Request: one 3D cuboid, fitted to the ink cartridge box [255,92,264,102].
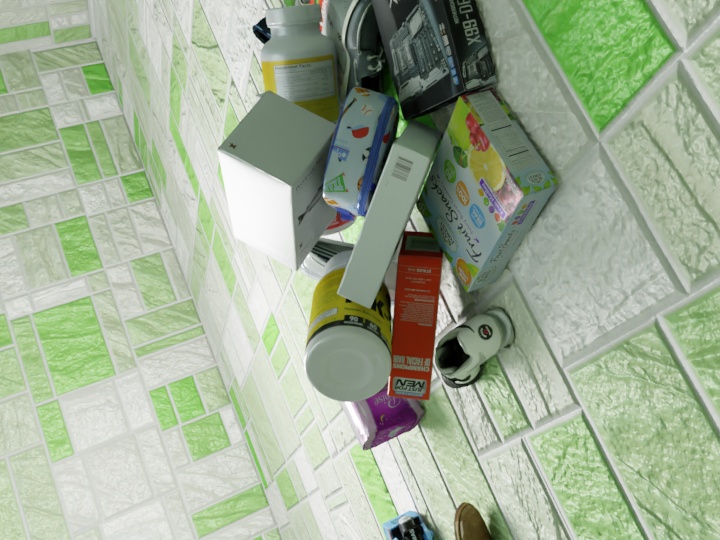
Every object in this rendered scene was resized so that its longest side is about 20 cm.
[{"bbox_3d":[-0.118,-0.220,1.321,0.144,0.083,0.204,34,136,56],"label":"ink cartridge box"}]

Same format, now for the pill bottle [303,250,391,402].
[{"bbox_3d":[-0.013,0.067,0.979,0.202,0.111,0.116,-88,-4,-56],"label":"pill bottle"}]

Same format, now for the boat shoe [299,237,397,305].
[{"bbox_3d":[0.000,0.000,1.086,0.067,0.195,0.075,101,180,-62],"label":"boat shoe"}]

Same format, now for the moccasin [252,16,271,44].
[{"bbox_3d":[-0.130,-0.364,1.251,0.081,0.067,0.202,80,163,-51],"label":"moccasin"}]

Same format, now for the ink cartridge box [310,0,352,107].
[{"bbox_3d":[-0.051,-0.363,1.111,0.202,0.056,0.164,57,153,23],"label":"ink cartridge box"}]

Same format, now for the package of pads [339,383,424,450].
[{"bbox_3d":[0.014,0.199,1.277,0.202,0.118,0.076,61,155,26],"label":"package of pads"}]

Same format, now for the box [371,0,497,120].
[{"bbox_3d":[0.077,-0.296,0.857,0.157,0.049,0.205,-1,106,67],"label":"box"}]

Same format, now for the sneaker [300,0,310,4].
[{"bbox_3d":[-0.060,-0.480,1.036,0.074,0.078,0.205,40,-138,-76],"label":"sneaker"}]

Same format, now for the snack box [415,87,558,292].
[{"bbox_3d":[0.140,-0.088,0.859,0.144,0.052,0.201,63,157,25],"label":"snack box"}]

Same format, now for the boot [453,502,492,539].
[{"bbox_3d":[0.205,0.449,1.109,0.075,0.073,0.204,-21,92,49],"label":"boot"}]

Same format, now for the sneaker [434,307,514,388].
[{"bbox_3d":[0.130,0.116,0.994,0.075,0.087,0.201,60,156,21],"label":"sneaker"}]

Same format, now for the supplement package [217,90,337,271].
[{"bbox_3d":[-0.106,-0.116,0.989,0.116,0.118,0.201,28,153,14],"label":"supplement package"}]

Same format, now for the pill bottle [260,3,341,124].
[{"bbox_3d":[-0.086,-0.273,1.050,0.112,0.110,0.205,28,128,58],"label":"pill bottle"}]

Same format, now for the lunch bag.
[{"bbox_3d":[0.003,-0.144,0.955,0.200,0.074,0.164,-9,-67,-84],"label":"lunch bag"}]

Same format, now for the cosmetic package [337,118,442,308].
[{"bbox_3d":[0.039,-0.075,0.915,0.151,0.051,0.203,-66,-2,-65],"label":"cosmetic package"}]

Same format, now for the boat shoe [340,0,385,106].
[{"bbox_3d":[0.016,-0.289,0.995,0.062,0.072,0.202,44,150,24],"label":"boat shoe"}]

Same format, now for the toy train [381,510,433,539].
[{"bbox_3d":[0.112,0.556,1.369,0.114,0.085,0.204,145,104,-76],"label":"toy train"}]

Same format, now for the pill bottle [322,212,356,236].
[{"bbox_3d":[-0.074,-0.171,1.207,0.114,0.112,0.204,34,139,56],"label":"pill bottle"}]

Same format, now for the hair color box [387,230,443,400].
[{"bbox_3d":[0.076,0.060,0.998,0.111,0.062,0.205,-70,-17,-70],"label":"hair color box"}]
